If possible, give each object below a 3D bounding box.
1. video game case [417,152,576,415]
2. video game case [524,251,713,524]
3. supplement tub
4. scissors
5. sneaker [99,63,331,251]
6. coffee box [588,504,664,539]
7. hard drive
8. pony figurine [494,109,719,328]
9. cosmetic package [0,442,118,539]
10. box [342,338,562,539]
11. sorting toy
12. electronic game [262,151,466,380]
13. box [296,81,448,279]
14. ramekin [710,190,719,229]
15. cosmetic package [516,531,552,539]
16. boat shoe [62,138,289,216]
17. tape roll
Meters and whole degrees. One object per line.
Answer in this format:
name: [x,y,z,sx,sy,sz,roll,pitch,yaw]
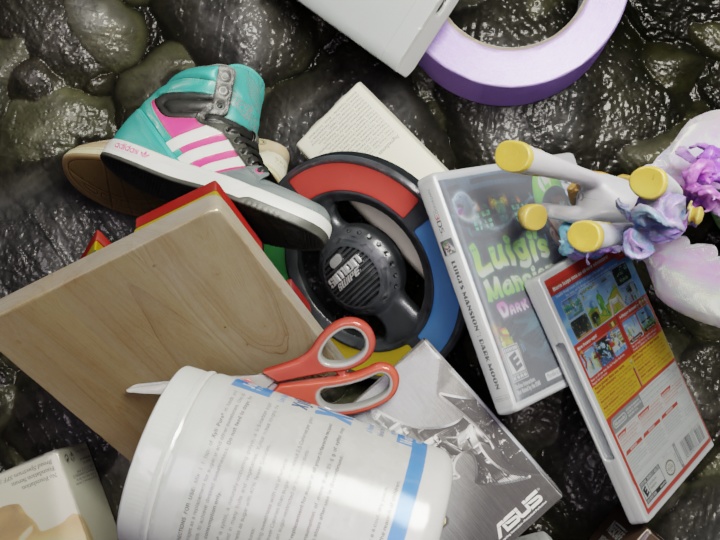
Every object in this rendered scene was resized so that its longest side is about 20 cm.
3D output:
video game case: [0.143,0.000,0.734,0.023,0.199,0.183,-25,83,44]
video game case: [0.212,0.079,0.738,0.017,0.143,0.201,-24,89,44]
supplement tub: [-0.048,0.156,0.627,0.199,0.132,0.133,19,88,2]
scissors: [-0.071,0.091,0.685,0.199,0.014,0.074,-17,106,5]
sneaker: [-0.095,-0.099,0.735,0.199,0.084,0.121,23,72,13]
coffee box: [0.269,0.288,0.728,0.200,0.113,0.080,39,90,5]
hard drive: [0.005,-0.269,0.780,0.200,0.026,0.132,42,105,29]
pony figurine: [0.216,-0.048,0.676,0.192,0.199,0.168,17,102,36]
cosmetic package: [-0.259,0.262,0.790,0.105,0.071,0.201,-23,84,2]
box: [0.029,0.176,0.712,0.200,0.048,0.159,-41,87,1]
sorting toy: [-0.142,0.040,0.703,0.198,0.200,0.070,-24,41,12]
electronic game: [0.000,0.000,0.759,0.199,0.042,0.201,15,119,27]
box: [0.042,-0.061,0.792,0.082,0.068,0.200,-43,84,1]
ramekin: [0.383,-0.085,0.753,0.199,0.098,0.201,0,86,5]
cosmetic package: [0.076,0.294,0.763,0.199,0.074,0.102,-16,84,2]
boat shoe: [-0.162,-0.092,0.817,0.199,0.072,0.065,4,49,8]
tape roll: [0.129,-0.249,0.801,0.199,0.066,0.202,0,86,5]
